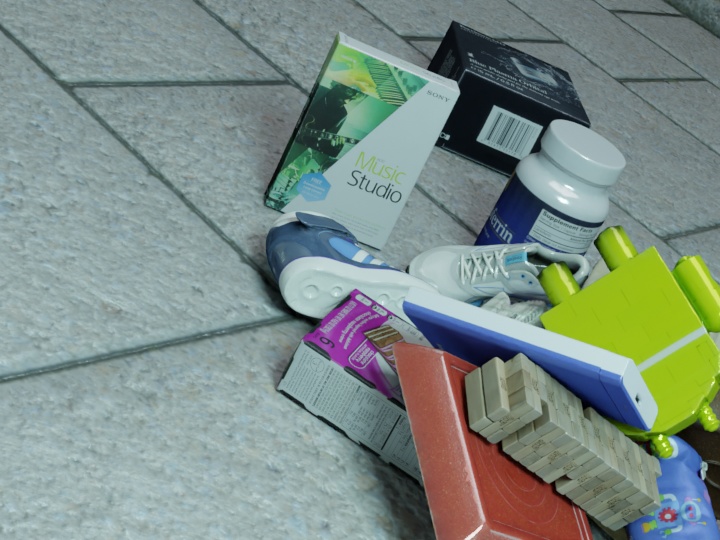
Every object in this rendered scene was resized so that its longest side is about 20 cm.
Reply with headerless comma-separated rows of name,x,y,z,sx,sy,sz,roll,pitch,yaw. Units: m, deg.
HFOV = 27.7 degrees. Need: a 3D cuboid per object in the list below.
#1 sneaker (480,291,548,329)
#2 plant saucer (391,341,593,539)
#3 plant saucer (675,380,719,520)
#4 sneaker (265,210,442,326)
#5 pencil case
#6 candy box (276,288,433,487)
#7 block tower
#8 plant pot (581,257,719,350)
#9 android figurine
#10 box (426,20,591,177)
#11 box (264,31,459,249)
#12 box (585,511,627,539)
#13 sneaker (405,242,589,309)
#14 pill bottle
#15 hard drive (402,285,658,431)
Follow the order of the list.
sneaker,0.152,0.083,1.429,0.100,0.069,0.200,57,-8,-8
plant saucer,0.119,0.161,1.193,0.199,0.037,0.202,26,39,-43
plant saucer,0.332,0.174,1.320,0.199,0.201,0.037,33,59,10
sneaker,0.000,0.000,1.442,0.198,0.081,0.147,18,26,-21
pencil case,0.273,0.232,1.247,0.086,0.078,0.202,-16,44,8
candy box,0.042,0.112,1.300,0.199,0.061,0.136,33,28,8
block tower,0.171,0.143,1.196,0.199,0.054,0.058,36,35,-31
plant pot,0.310,0.078,1.510,0.182,0.203,0.200,24,23,17
android figurine,0.240,0.065,1.280,0.201,0.181,0.041,60,9,23
box,0.195,-0.228,2.018,0.195,0.118,0.201,22,25,-13
box,0.000,-0.134,1.551,0.143,0.202,0.036,20,23,-15
box,0.235,0.190,1.395,0.200,0.021,0.163,42,29,25
sneaker,0.146,-0.003,1.520,0.197,0.087,0.076,0,67,-3
pill bottle,0.205,-0.057,1.612,0.114,0.202,0.116,22,25,-11
hard drive,0.143,0.074,1.221,0.198,0.026,0.132,19,-15,28
